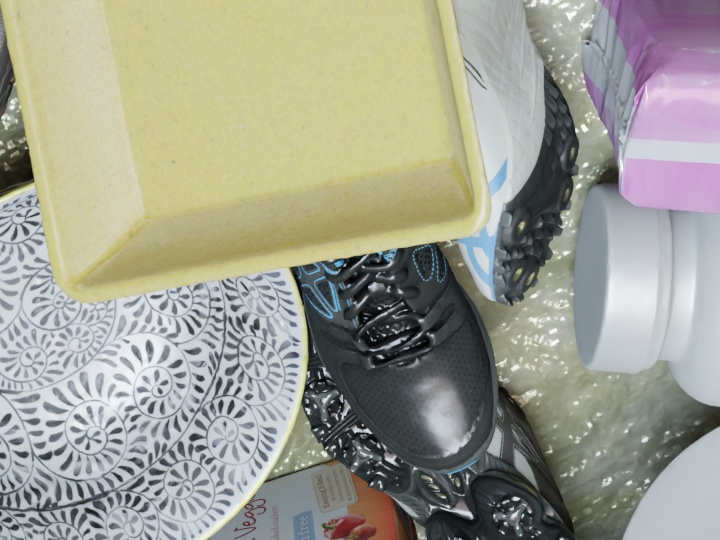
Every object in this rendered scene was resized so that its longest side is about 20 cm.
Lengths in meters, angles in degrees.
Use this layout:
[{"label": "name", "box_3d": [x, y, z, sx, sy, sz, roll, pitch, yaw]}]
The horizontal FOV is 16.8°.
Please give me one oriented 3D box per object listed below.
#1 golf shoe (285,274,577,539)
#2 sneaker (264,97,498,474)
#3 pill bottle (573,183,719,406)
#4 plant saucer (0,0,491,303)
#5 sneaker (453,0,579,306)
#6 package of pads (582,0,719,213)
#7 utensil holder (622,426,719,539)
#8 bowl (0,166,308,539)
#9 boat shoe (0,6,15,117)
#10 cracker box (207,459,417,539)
[{"label": "golf shoe", "box_3d": [0.032, 0.072, 1.140, 0.077, 0.095, 0.201, -29, 101, 14]}, {"label": "sneaker", "box_3d": [0.000, 0.000, 1.039, 0.073, 0.082, 0.201, -22, 99, 9]}, {"label": "pill bottle", "box_3d": [0.200, 0.007, 1.103, 0.198, 0.113, 0.114, 3, 117, -6]}, {"label": "plant saucer", "box_3d": [-0.045, -0.101, 0.961, 0.198, 0.048, 0.202, -10, 93, 27]}, {"label": "sneaker", "box_3d": [0.045, -0.072, 1.049, 0.072, 0.072, 0.201, 15, 136, 34]}, {"label": "package of pads", "box_3d": [0.201, -0.076, 1.056, 0.198, 0.121, 0.076, 3, 122, -6]}, {"label": "utensil holder", "box_3d": [0.227, 0.175, 1.121, 0.169, 0.171, 0.200, -36, 139, 13]}, {"label": "bowl", "box_3d": [-0.132, 0.032, 1.086, 0.199, 0.094, 0.202, -11, 118, -21]}, {"label": "boat shoe", "box_3d": [-0.212, -0.044, 1.067, 0.071, 0.076, 0.201, 30, 106, -4]}, {"label": "cracker box", "box_3d": [-0.069, 0.166, 1.148, 0.198, 0.134, 0.058, -19, 117, 5]}]
